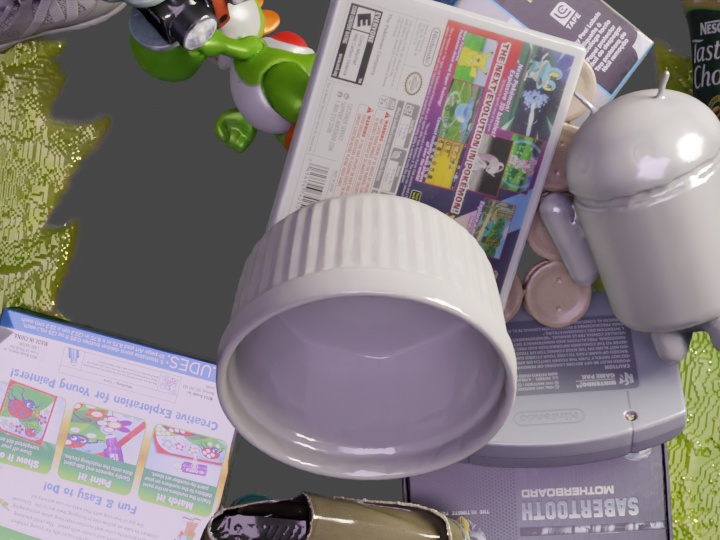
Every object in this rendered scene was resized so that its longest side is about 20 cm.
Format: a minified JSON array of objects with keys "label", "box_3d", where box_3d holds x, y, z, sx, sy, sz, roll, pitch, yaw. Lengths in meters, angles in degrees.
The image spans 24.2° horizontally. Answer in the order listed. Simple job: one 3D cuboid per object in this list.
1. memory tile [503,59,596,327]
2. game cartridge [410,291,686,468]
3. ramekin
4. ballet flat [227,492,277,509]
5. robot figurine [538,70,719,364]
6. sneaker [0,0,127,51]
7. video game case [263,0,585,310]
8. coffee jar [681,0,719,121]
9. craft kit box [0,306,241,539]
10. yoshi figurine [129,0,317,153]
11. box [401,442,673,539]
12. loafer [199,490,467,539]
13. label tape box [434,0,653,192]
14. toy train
[{"label":"memory tile","box_3d":[0.092,-0.058,1.202,0.151,0.017,0.203,-1,103,-4]},{"label":"game cartridge","box_3d":[0.132,0.079,1.223,0.197,0.041,0.134,-3,48,3]},{"label":"ramekin","box_3d":[0.004,0.040,1.125,0.197,0.201,0.106,-1,48,2]},{"label":"ballet flat","box_3d":[-0.029,0.249,1.246,0.075,0.064,0.200,-38,65,-24]},{"label":"robot figurine","box_3d":[0.209,-0.038,1.157,0.168,0.113,0.202,-14,110,22]},{"label":"sneaker","box_3d":[-0.237,-0.209,1.244,0.198,0.082,0.075,-29,90,-1]},{"label":"video game case","box_3d":[0.043,-0.082,1.161,0.180,0.023,0.202,14,103,-14]},{"label":"coffee jar","box_3d":[0.287,-0.141,1.214,0.084,0.104,0.203,-3,90,-29]},{"label":"craft kit box","box_3d":[-0.195,0.147,1.268,0.198,0.049,0.200,15,89,2]},{"label":"yoshi figurine","box_3d":[-0.095,-0.139,1.227,0.200,0.112,0.113,48,119,20]},{"label":"box","box_3d":[0.130,0.178,1.251,0.197,0.051,0.160,-2,91,3]},{"label":"loafer","box_3d":[-0.023,0.198,1.195,0.197,0.070,0.076,-3,63,6]},{"label":"label tape box","box_3d":[0.094,-0.169,1.242,0.199,0.066,0.144,38,93,-1]},{"label":"toy train","box_3d":[-0.150,-0.242,1.171,0.114,0.085,0.200,-39,69,-11]}]
